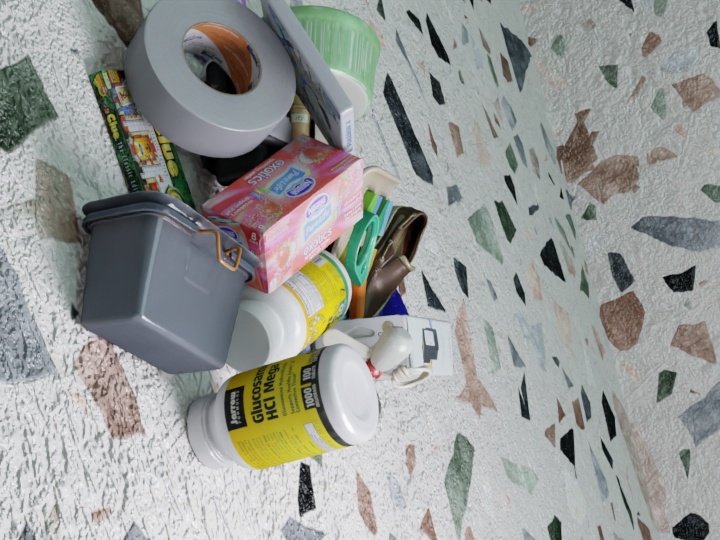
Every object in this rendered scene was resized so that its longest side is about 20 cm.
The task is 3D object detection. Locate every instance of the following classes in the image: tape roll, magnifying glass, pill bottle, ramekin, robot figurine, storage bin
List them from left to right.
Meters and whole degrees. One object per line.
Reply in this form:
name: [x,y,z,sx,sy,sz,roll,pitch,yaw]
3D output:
storage bin: [-0.202,0.022,1.222,0.200,0.145,0.135,39,49,-52]
tape roll: [-0.180,-0.237,1.371,0.199,0.066,0.201,18,55,-28]
robot figurine: [-0.154,-0.196,1.496,0.124,0.150,0.201,3,64,-21]
pill bottle: [-0.090,0.159,1.275,0.112,0.199,0.113,48,32,-44]
pill bottle: [-0.100,0.051,1.432,0.200,0.112,0.113,-37,107,-58]
ramekin: [-0.070,-0.288,1.664,0.200,0.199,0.098,37,49,-53]
magnifying glass: [0.000,0.000,1.566,0.201,0.022,0.080,97,19,-49]

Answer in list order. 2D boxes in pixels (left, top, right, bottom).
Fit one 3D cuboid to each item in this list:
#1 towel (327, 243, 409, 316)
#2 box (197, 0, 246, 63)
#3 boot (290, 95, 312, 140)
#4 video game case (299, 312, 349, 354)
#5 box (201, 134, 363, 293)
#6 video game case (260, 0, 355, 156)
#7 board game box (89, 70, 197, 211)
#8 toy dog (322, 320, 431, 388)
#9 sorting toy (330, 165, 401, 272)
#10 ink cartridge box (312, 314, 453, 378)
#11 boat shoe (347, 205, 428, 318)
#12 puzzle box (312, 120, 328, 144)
towel: [0.018,0.023,1.811,0.201,0.049,0.148,66,23,-14]
box: [-0.213,-0.383,1.601,0.137,0.039,0.201,39,39,-51]
boot: [-0.101,-0.127,1.606,0.175,0.066,0.201,126,-36,-78]
video game case: [-0.078,0.031,1.630,0.144,0.018,0.200,69,23,-8]
box: [-0.091,-0.073,1.406,0.200,0.102,0.095,-40,144,-39]
video game case: [-0.066,-0.244,1.437,0.201,0.022,0.182,58,-8,13]
board game box: [-0.254,-0.141,1.355,0.201,0.023,0.105,71,21,-3]
toy dog: [-0.017,0.120,1.488,0.132,0.199,0.097,42,23,-57]
sorting toy: [0.000,-0.046,1.606,0.201,0.036,0.185,-66,168,4]
ink cartridge box: [0.034,0.115,1.633,0.200,0.145,0.083,13,72,-68]
boat shoe: [0.044,-0.010,1.727,0.075,0.075,0.203,37,68,-42]
puzzle box: [-0.056,-0.135,1.608,0.133,0.025,0.201,125,-35,-82]
